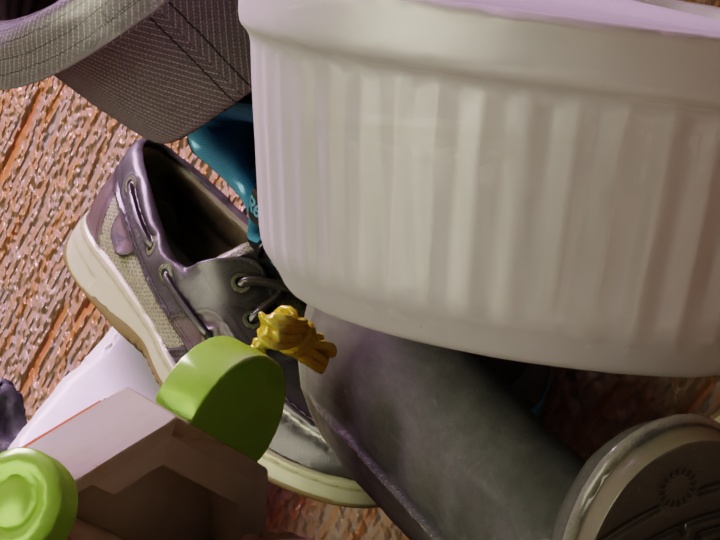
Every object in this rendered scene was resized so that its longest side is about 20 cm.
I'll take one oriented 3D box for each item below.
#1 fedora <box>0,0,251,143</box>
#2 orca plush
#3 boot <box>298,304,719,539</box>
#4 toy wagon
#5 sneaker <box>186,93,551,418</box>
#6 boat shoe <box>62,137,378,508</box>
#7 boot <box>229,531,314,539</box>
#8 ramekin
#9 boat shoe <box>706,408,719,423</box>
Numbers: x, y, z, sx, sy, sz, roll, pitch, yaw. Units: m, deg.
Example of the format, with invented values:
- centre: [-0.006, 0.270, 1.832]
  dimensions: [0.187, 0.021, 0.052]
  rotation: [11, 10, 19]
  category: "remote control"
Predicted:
- centre: [-0.067, -0.117, 0.953]
  dimensions: [0.177, 0.090, 0.200]
  rotation: [-40, 28, 6]
  category: "fedora"
- centre: [-0.100, 0.069, 1.054]
  dimensions: [0.201, 0.104, 0.071]
  rotation: [-91, -2, -48]
  category: "orca plush"
- centre: [0.046, 0.056, 0.763]
  dimensions: [0.183, 0.072, 0.200]
  rotation: [87, 160, -44]
  category: "boot"
- centre: [-0.075, 0.097, 0.786]
  dimensions: [0.039, 0.155, 0.201]
  rotation: [27, 85, 30]
  category: "toy wagon"
- centre: [0.000, 0.000, 0.937]
  dimensions: [0.200, 0.081, 0.074]
  rotation: [54, 128, 45]
  category: "sneaker"
- centre: [-0.046, 0.016, 0.993]
  dimensions: [0.201, 0.071, 0.066]
  rotation: [41, 121, 39]
  category: "boat shoe"
- centre: [0.013, 0.141, 0.798]
  dimensions: [0.107, 0.199, 0.075]
  rotation: [33, 102, 45]
  category: "boot"
- centre: [0.060, -0.032, 0.749]
  dimensions: [0.202, 0.201, 0.095]
  rotation: [21, 107, 55]
  category: "ramekin"
- centre: [0.145, 0.056, 0.718]
  dimensions: [0.200, 0.071, 0.065]
  rotation: [-46, 60, 53]
  category: "boat shoe"
